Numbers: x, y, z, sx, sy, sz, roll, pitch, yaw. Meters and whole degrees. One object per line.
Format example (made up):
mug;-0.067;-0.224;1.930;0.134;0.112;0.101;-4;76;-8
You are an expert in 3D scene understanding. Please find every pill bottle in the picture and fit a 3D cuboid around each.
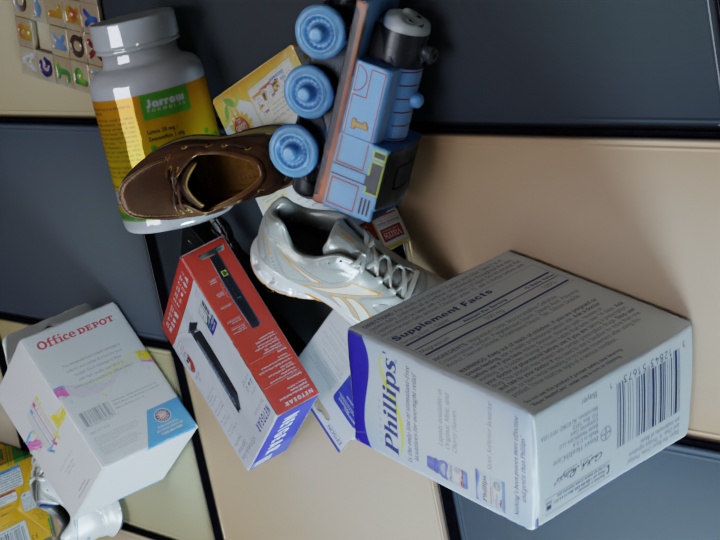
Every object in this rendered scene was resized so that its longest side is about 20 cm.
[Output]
pill bottle;-0.195;-0.145;1.740;0.111;0.111;0.200;4;111;50

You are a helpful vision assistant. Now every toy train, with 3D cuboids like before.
toy train;-0.001;-0.143;1.515;0.114;0.087;0.200;22;115;16

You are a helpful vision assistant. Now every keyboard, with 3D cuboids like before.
keyboard;-0.113;0.017;1.793;0.200;0.021;0.127;47;151;23

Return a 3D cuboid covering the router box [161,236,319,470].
router box;-0.121;0.084;1.775;0.180;0.049;0.200;58;159;13

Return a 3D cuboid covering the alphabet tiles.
alphabet tiles;-0.321;-0.289;1.907;0.167;0.008;0.200;19;123;45

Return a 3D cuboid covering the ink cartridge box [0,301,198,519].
ink cartridge box;-0.299;0.144;2.003;0.200;0.128;0.125;54;141;18

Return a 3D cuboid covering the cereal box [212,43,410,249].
cereal box;-0.047;-0.092;1.645;0.144;0.039;0.200;-25;89;51

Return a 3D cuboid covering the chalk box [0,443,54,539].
chalk box;-0.507;0.294;2.337;0.200;0.125;0.124;7;114;48

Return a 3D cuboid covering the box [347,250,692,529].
box;0.122;0.087;1.414;0.200;0.184;0.105;24;127;43

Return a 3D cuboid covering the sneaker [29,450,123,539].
sneaker;-0.354;0.232;2.150;0.075;0.087;0.200;-38;77;54

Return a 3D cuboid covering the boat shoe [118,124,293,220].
boat shoe;-0.145;-0.084;1.636;0.200;0.068;0.072;-11;102;33

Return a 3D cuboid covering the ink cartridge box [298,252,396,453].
ink cartridge box;0.006;0.078;1.671;0.100;0.039;0.200;56;140;15

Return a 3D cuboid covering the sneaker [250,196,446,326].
sneaker;0.000;0.000;1.544;0.200;0.076;0.092;20;150;5
